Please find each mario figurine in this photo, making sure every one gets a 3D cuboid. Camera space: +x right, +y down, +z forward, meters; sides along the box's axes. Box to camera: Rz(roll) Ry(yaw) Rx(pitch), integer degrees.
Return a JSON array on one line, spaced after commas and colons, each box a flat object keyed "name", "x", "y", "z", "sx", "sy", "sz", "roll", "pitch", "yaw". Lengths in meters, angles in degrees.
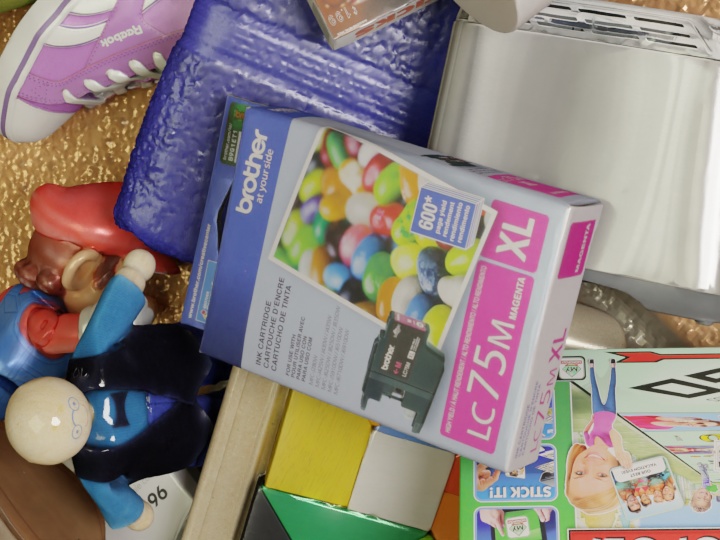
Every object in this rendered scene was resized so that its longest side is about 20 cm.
[{"name": "mario figurine", "x": -0.161, "y": 0.043, "z": 0.941, "sx": 0.123, "sy": 0.106, "sz": 0.201, "roll": 38, "pitch": 90, "yaw": 29}]

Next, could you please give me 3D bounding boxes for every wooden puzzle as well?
[{"name": "wooden puzzle", "x": 0.018, "y": 0.096, "z": 0.856, "sx": 0.183, "sy": 0.037, "sz": 0.202, "roll": 16, "pitch": 100, "yaw": -6}]

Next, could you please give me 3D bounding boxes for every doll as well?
[{"name": "doll", "x": -0.100, "y": 0.058, "z": 0.858, "sx": 0.048, "sy": 0.199, "sz": 0.138, "roll": 2, "pitch": 97, "yaw": 34}]

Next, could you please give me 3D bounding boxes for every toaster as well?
[{"name": "toaster", "x": 0.108, "y": -0.057, "z": 0.803, "sx": 0.198, "sy": 0.113, "sz": 0.131, "roll": 13, "pitch": 97, "yaw": 26}]

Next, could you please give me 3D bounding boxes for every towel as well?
[{"name": "towel", "x": -0.026, "y": -0.089, "z": 0.871, "sx": 0.146, "sy": 0.050, "sz": 0.202, "roll": 21, "pitch": 103, "yaw": -9}]

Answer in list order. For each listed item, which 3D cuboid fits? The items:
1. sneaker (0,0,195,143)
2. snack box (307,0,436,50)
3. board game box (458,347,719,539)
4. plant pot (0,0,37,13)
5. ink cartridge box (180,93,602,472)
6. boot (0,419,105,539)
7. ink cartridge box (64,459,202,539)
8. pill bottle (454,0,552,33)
[{"name": "sneaker", "x": -0.109, "y": -0.114, "z": 0.919, "sx": 0.200, "sy": 0.073, "sz": 0.115, "roll": -44, "pitch": 80, "yaw": 22}, {"name": "snack box", "x": 0.060, "y": -0.179, "z": 0.811, "sx": 0.198, "sy": 0.024, "sz": 0.072, "roll": -27, "pitch": 83, "yaw": -4}, {"name": "board game box", "x": 0.142, "y": 0.097, "z": 0.770, "sx": 0.197, "sy": 0.029, "sz": 0.136, "roll": -1, "pitch": 53, "yaw": 5}, {"name": "plant pot", "x": -0.253, "y": -0.202, "z": 0.930, "sx": 0.197, "sy": 0.187, "sz": 0.190, "roll": 7, "pitch": 98, "yaw": 11}, {"name": "ink cartridge box", "x": 0.000, "y": 0.000, "z": 0.780, "sx": 0.198, "sy": 0.042, "sz": 0.121, "roll": 20, "pitch": 104, "yaw": 30}, {"name": "boot", "x": -0.177, "y": 0.183, "z": 0.891, "sx": 0.200, "sy": 0.070, "sz": 0.146, "roll": 46, "pitch": 115, "yaw": 1}, {"name": "ink cartridge box", "x": -0.109, "y": 0.152, "z": 0.945, "sx": 0.116, "sy": 0.068, "sz": 0.200, "roll": -45, "pitch": 77, "yaw": 22}, {"name": "pill bottle", "x": 0.111, "y": -0.196, "z": 0.741, "sx": 0.200, "sy": 0.112, "sz": 0.112, "roll": -40, "pitch": 77, "yaw": -11}]
